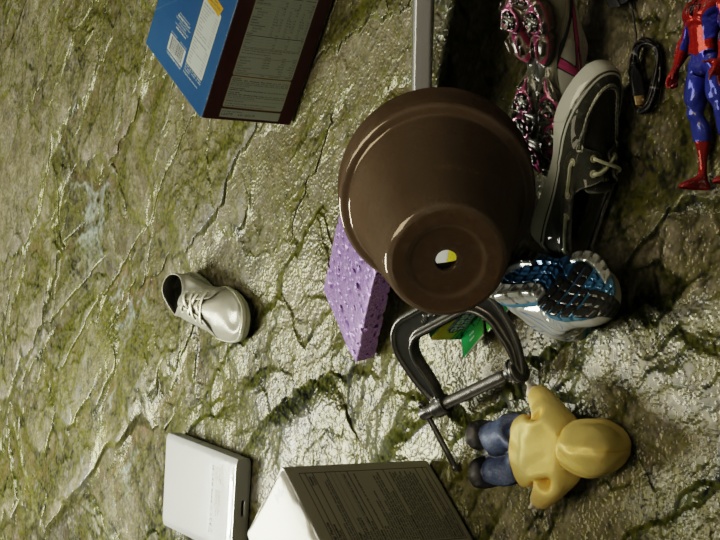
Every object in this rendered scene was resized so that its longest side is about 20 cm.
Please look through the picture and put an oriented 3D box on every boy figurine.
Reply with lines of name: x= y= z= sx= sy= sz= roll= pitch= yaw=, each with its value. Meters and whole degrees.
boy figurine: x=0.182 y=0.170 z=1.533 sx=0.199 sy=0.064 sz=0.126 roll=-17 pitch=75 yaw=54

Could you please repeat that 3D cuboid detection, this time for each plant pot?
plant pot: x=0.078 y=-0.049 z=1.475 sx=0.175 sy=0.198 sz=0.202 roll=-95 pitch=22 yaw=-63

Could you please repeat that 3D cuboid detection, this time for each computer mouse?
computer mouse: x=0.247 y=-0.245 z=1.474 sx=0.058 sy=0.034 sz=0.203 roll=-29 pitch=66 yaw=51

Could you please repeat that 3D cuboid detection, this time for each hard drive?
hard drive: x=-0.213 y=0.306 z=2.144 sx=0.199 sy=0.026 sz=0.134 roll=9 pitch=97 yaw=55

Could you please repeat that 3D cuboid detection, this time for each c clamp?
c clamp: x=0.109 y=0.103 z=1.633 sx=0.172 sy=0.027 sz=0.200 roll=54 pitch=138 yaw=3

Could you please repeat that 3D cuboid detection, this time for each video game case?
video game case: x=0.065 y=-0.235 z=1.651 sx=0.182 sy=0.022 sz=0.203 roll=-84 pitch=-6 yaw=-79

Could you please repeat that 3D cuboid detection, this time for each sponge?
sponge: x=0.000 y=0.000 z=1.782 sx=0.201 sy=0.029 sz=0.112 roll=104 pitch=150 yaw=-50

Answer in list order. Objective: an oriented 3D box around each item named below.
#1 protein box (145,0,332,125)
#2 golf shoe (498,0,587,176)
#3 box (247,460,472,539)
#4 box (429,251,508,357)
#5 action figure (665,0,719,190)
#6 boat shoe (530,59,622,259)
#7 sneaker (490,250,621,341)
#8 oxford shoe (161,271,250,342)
protein box: x=-0.155 y=-0.325 z=1.980 sx=0.199 sy=0.134 sz=0.202 roll=51 pitch=129 yaw=43
golf shoe: x=0.194 y=-0.189 z=1.520 sx=0.072 sy=0.092 sz=0.202 roll=22 pitch=129 yaw=45
box: x=0.000 y=0.289 z=1.676 sx=0.128 sy=0.198 sz=0.110 roll=59 pitch=133 yaw=38
box: x=0.094 y=-0.018 z=1.670 sx=0.118 sy=0.048 sz=0.202 roll=-52 pitch=50 yaw=42
action figure: x=0.304 y=-0.175 z=1.380 sx=0.065 sy=0.051 sz=0.203 roll=-9 pitch=79 yaw=59
boat shoe: x=0.219 y=-0.099 z=1.485 sx=0.064 sy=0.070 sz=0.202 roll=44 pitch=134 yaw=45
sneaker: x=0.202 y=0.033 z=1.491 sx=0.075 sy=0.087 sz=0.200 roll=-47 pitch=19 yaw=-10
oxford shoe: x=-0.212 y=0.049 z=2.124 sx=0.199 sy=0.057 sz=0.076 roll=27 pitch=109 yaw=51
